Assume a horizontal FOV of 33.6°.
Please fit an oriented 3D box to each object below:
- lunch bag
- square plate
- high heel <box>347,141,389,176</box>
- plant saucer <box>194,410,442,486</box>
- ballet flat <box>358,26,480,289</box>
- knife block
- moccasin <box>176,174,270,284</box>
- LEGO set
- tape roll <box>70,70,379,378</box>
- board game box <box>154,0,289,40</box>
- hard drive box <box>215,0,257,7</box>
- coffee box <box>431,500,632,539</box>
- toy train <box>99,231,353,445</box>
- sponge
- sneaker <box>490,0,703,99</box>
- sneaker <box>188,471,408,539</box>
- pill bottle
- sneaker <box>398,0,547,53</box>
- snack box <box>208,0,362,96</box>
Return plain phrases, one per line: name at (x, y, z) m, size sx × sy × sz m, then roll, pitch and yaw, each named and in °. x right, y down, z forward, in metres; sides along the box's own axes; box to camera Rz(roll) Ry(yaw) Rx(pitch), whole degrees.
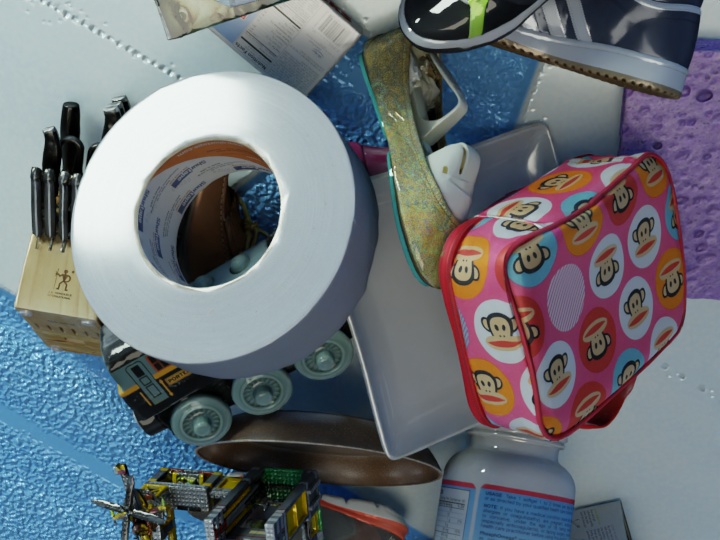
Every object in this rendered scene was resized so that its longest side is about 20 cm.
lunch bag at (0.151, 0.024, 0.826) m, size 0.082 × 0.200 × 0.176 m, roll 5°, pitch 117°, yaw 46°
square plate at (0.076, 0.012, 0.882) m, size 0.198 × 0.028 × 0.200 m, roll -19°, pitch 98°, yaw -19°
high heel at (0.000, 0.000, 0.919) m, size 0.096 × 0.067 × 0.200 m, roll -4°, pitch 112°, yaw -5°
plant saucer at (-0.032, 0.144, 0.965) m, size 0.200 × 0.200 × 0.032 m, roll 5°, pitch 73°, yaw 2°
ballet flat at (0.047, -0.086, 0.817) m, size 0.071 × 0.200 × 0.071 m, roll -9°, pitch 153°, yaw -5°
knife block at (-0.211, -0.035, 0.935) m, size 0.064 × 0.176 × 0.200 m, roll 10°, pitch 163°, yaw 0°
moccasin at (-0.106, -0.012, 0.925) m, size 0.078 × 0.074 × 0.202 m, roll -2°, pitch 114°, yaw -10°
LEGO set at (-0.115, 0.234, 0.954) m, size 0.200 × 0.116 × 0.154 m, roll 9°, pitch 108°, yaw 16°
tape roll at (-0.091, -0.030, 0.806) m, size 0.200 × 0.066 × 0.201 m, roll -4°, pitch 75°, yaw 14°
board game box at (-0.100, -0.270, 0.793) m, size 0.135 × 0.028 × 0.200 m, roll -19°, pitch 110°, yaw 2°
hard drive box at (-0.039, -0.282, 0.738) m, size 0.156 × 0.077 × 0.200 m, roll -17°, pitch 110°, yaw -11°
coffee box at (0.150, 0.289, 1.055) m, size 0.200 × 0.080 × 0.113 m, roll -15°, pitch 114°, yaw 12°
toy train at (-0.094, 0.048, 0.881) m, size 0.200 × 0.085 × 0.114 m, roll -29°, pitch 124°, yaw 6°
sponge at (0.246, -0.072, 0.890) m, size 0.111 × 0.030 × 0.200 m, roll 2°, pitch 119°, yaw 4°
sneaker at (0.138, -0.196, 0.814) m, size 0.200 × 0.070 × 0.109 m, roll 20°, pitch 100°, yaw 12°
sneaker at (-0.059, 0.230, 1.027) m, size 0.200 × 0.082 × 0.077 m, roll 12°, pitch 150°, yaw -2°
pill bottle at (0.114, 0.211, 0.958) m, size 0.109 × 0.109 × 0.200 m, roll 10°, pitch 80°, yaw -1°
sneaker at (0.106, -0.211, 0.746) m, size 0.200 × 0.072 × 0.083 m, roll -27°, pitch 156°, yaw 11°
snack box at (-0.096, -0.209, 0.847) m, size 0.200 × 0.024 × 0.072 m, roll 39°, pitch 112°, yaw -15°
